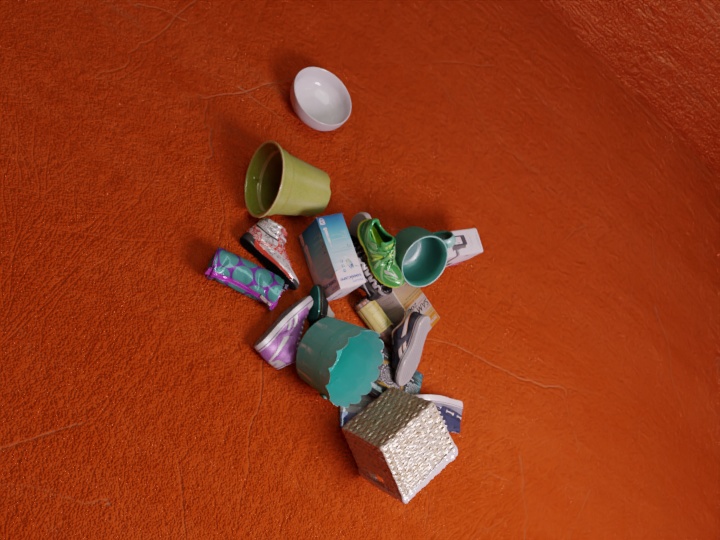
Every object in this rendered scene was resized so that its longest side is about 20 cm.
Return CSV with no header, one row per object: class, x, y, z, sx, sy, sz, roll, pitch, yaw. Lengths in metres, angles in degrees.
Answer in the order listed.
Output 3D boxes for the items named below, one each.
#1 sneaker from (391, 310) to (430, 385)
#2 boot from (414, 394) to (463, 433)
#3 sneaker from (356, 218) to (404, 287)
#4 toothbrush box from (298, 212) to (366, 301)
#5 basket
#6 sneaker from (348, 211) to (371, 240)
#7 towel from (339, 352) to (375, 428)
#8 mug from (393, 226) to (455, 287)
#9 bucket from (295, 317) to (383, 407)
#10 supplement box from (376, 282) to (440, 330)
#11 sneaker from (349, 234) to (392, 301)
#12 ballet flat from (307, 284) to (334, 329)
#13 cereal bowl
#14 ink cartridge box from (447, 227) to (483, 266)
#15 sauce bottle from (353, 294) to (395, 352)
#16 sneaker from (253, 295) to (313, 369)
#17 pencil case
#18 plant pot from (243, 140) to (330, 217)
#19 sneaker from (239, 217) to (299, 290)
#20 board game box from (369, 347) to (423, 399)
sneaker,0.124,0.208,1.447,0.078,0.079,0.202,19,91,-52
boot,0.221,0.402,1.482,0.199,0.072,0.092,21,65,-38
sneaker,0.058,-0.044,1.388,0.074,0.083,0.202,-31,94,-33
toothbrush box,-0.080,-0.032,1.433,0.084,0.146,0.202,-13,78,-30
basket,0.094,0.418,1.306,0.199,0.197,0.162,-31,108,-29
sneaker,0.027,-0.097,1.521,0.073,0.202,0.115,26,44,28
towel,0.010,0.325,1.429,0.145,0.024,0.203,12,66,-26
mug,0.165,-0.045,1.492,0.183,0.114,0.154,0,112,-30
bucket,-0.053,0.222,1.316,0.206,0.134,0.210,-23,123,-42
supplement box,0.130,0.097,1.540,0.201,0.073,0.126,55,39,-2
sneaker,0.000,0.000,1.454,0.201,0.090,0.066,56,34,8
ballet flat,-0.108,0.141,1.408,0.068,0.068,0.203,15,75,-36
cereal bowl,-0.130,-0.514,1.626,0.198,0.083,0.203,11,67,-27
ink cartridge box,0.256,-0.062,1.649,0.198,0.145,0.084,-9,77,-33
sauce bottle,0.061,0.163,1.498,0.066,0.066,0.201,-39,96,-35
sneaker,-0.170,0.164,1.358,0.114,0.072,0.201,47,65,-11
pencil case,-0.286,0.022,1.326,0.199,0.085,0.093,28,31,-18
plant pot,-0.187,-0.227,1.435,0.183,0.199,0.203,9,67,-41
sneaker,-0.214,-0.050,1.409,0.201,0.067,0.108,44,58,-6
board game box,0.088,0.304,1.453,0.199,0.028,0.136,38,54,-28
